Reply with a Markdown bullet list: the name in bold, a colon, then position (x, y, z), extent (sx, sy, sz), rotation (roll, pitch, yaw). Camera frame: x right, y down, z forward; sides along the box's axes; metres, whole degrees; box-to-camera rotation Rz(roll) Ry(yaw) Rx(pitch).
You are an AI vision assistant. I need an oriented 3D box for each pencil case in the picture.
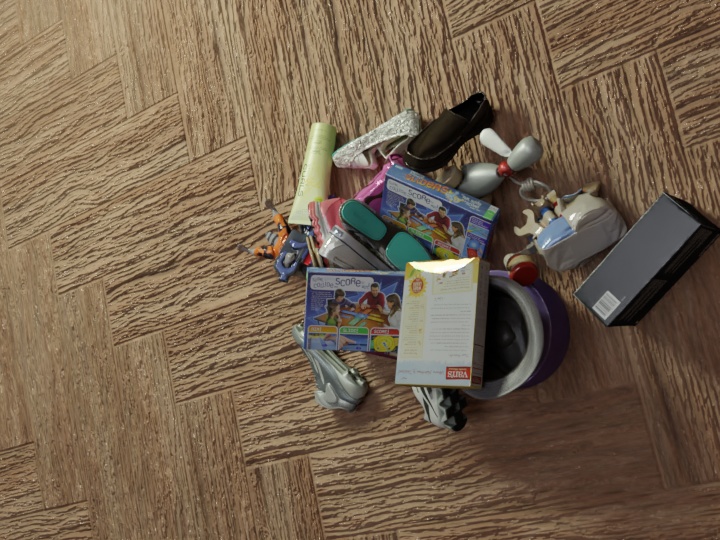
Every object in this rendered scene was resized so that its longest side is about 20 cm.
- **pencil case**: position (0.021, -0.130, 1.652), extent (0.200, 0.094, 0.091), rotation (-43, 51, 22)

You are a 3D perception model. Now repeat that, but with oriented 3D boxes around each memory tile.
- **memory tile**: position (-0.067, 0.019, 1.605), extent (0.017, 0.200, 0.154), rotation (-17, 102, -2)

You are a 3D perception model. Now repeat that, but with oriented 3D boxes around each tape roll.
- **tape roll**: position (0.240, 0.101, 1.502), extent (0.200, 0.085, 0.200), rotation (-3, 85, 33)

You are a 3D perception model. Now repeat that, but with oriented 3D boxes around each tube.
- **tube**: position (-0.085, -0.183, 1.728), extent (0.058, 0.052, 0.200), rotation (-5, 72, 57)

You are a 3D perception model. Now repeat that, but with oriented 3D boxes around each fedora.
- **fedora**: position (0.219, 0.108, 1.409), extent (0.177, 0.090, 0.200), rotation (-41, 55, 22)

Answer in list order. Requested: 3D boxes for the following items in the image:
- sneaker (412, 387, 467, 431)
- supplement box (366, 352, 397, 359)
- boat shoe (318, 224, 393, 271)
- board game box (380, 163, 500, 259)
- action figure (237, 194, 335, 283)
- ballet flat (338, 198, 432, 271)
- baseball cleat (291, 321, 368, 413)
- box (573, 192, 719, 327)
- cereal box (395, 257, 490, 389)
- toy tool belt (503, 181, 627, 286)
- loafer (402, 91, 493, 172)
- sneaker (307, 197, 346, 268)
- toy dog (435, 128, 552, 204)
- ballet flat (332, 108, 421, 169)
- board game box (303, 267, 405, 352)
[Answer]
- **sneaker**: position (0.117, 0.167, 1.491), extent (0.088, 0.074, 0.200), rotation (1, 101, 45)
- **supplement box**: position (0.058, 0.099, 1.620), extent (0.200, 0.086, 0.111), rotation (10, 92, 34)
- **boat shoe**: position (0.000, 0.000, 1.555), extent (0.070, 0.200, 0.071), rotation (-52, 45, -1)
- **board game box**: position (0.130, -0.087, 1.539), extent (0.200, 0.034, 0.136), rotation (26, 140, 16)
- **action figure**: position (-0.120, -0.065, 1.765), extent (0.193, 0.105, 0.200), rotation (31, 77, 24)
- **ballet flat**: position (0.046, -0.050, 1.562), extent (0.200, 0.072, 0.072), rotation (39, 111, 1)
- **baseball cleat**: position (-0.077, 0.192, 1.715), extent (0.200, 0.070, 0.107), rotation (42, 109, 29)
- **box**: position (0.431, -0.011, 1.347), extent (0.079, 0.141, 0.200), rotation (49, 112, 28)
- **cereal box**: position (0.128, 0.083, 1.404), extent (0.144, 0.039, 0.200), rotation (-3, 76, 40)
- **toy tool belt**: position (0.314, -0.063, 1.442), extent (0.200, 0.125, 0.123), rotation (-31, 36, 12)
- **loafer**: position (0.145, -0.243, 1.527), extent (0.073, 0.071, 0.200), rotation (35, 64, 30)
- **sneaker**: position (-0.030, -0.037, 1.598), extent (0.087, 0.074, 0.200), rotation (-17, 88, -1)
- **toy dog**: position (0.227, -0.176, 1.523), extent (0.200, 0.132, 0.096), rotation (-10, 43, 28)
- **ballet flat**: position (0.030, -0.227, 1.664), extent (0.200, 0.072, 0.072), rotation (-28, 72, 31)
- **board game box**: position (0.007, 0.067, 1.501), extent (0.200, 0.034, 0.136), rotation (3, 101, -6)
